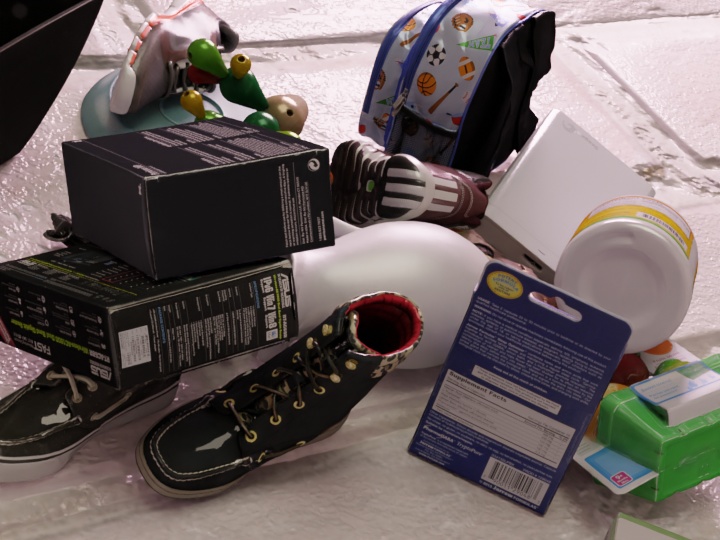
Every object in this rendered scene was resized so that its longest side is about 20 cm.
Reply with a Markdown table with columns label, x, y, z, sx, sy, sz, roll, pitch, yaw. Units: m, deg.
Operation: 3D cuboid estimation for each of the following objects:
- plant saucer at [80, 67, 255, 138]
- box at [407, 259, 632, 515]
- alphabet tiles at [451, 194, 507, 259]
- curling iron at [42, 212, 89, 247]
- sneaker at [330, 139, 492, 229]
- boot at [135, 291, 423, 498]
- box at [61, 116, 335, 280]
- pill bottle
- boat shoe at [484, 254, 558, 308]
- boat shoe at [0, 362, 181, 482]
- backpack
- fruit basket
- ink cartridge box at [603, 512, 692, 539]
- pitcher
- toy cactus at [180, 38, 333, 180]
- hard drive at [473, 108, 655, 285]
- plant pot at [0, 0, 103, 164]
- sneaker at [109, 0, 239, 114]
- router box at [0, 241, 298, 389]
| label | x | y | z | sx | sy | sz | roll | pitch | yaw |
| --- | --- | --- | --- | --- | --- | --- | --- | --- | --- |
| plant saucer | -0.160 | -0.141 | 1.640 | 0.200 | 0.027 | 0.200 | 13 | 38 | -10 |
| box | 0.123 | 0.085 | 1.337 | 0.121 | 0.200 | 0.032 | 25 | 37 | 7 |
| alphabet tiles | 0.146 | -0.003 | 1.622 | 0.166 | 0.006 | 0.200 | 35 | 40 | 20 |
| curling iron | -0.181 | 0.013 | 1.431 | 0.200 | 0.026 | 0.050 | 35 | 2 | 13 |
| sneaker | 0.049 | -0.066 | 1.565 | 0.115 | 0.076 | 0.200 | 10 | 6 | -24 |
| boot | -0.057 | 0.087 | 1.285 | 0.203 | 0.154 | 0.074 | -18 | 70 | -42 |
| box | -0.124 | -0.058 | 1.304 | 0.141 | 0.079 | 0.200 | -9 | 15 | -24 |
| pill bottle | 0.230 | -0.004 | 1.495 | 0.111 | 0.111 | 0.200 | 25 | 15 | 7 |
| boat shoe | 0.142 | 0.039 | 1.468 | 0.067 | 0.072 | 0.200 | 0 | 23 | -14 |
| boat shoe | -0.210 | 0.089 | 1.294 | 0.071 | 0.064 | 0.200 | 37 | 40 | 22 |
| backpack | 0.098 | -0.178 | 1.665 | 0.154 | 0.191 | 0.200 | 32 | 37 | 11 |
| fruit basket | 0.223 | 0.099 | 1.455 | 0.185 | 0.094 | 0.200 | -16 | 40 | -28 |
| ink cartridge box | 0.235 | 0.276 | 1.274 | 0.145 | 0.048 | 0.200 | 21 | 37 | 2 |
| pitcher | 0.000 | 0.000 | 1.443 | 0.200 | 0.121 | 0.172 | 1 | 51 | -28 |
| toy cactus | -0.087 | -0.120 | 1.572 | 0.200 | 0.102 | 0.165 | 46 | 21 | -1 |
| hard drive | 0.193 | -0.059 | 1.649 | 0.132 | 0.026 | 0.200 | 39 | 43 | -2 |
| plant pot | -0.361 | -0.175 | 1.466 | 0.200 | 0.178 | 0.200 | 30 | 37 | 12 |
| sneaker | -0.164 | -0.196 | 1.627 | 0.082 | 0.077 | 0.200 | 29 | 38 | 1 |
| router box | -0.162 | 0.023 | 1.286 | 0.150 | 0.062 | 0.200 | -16 | 18 | -33 |
